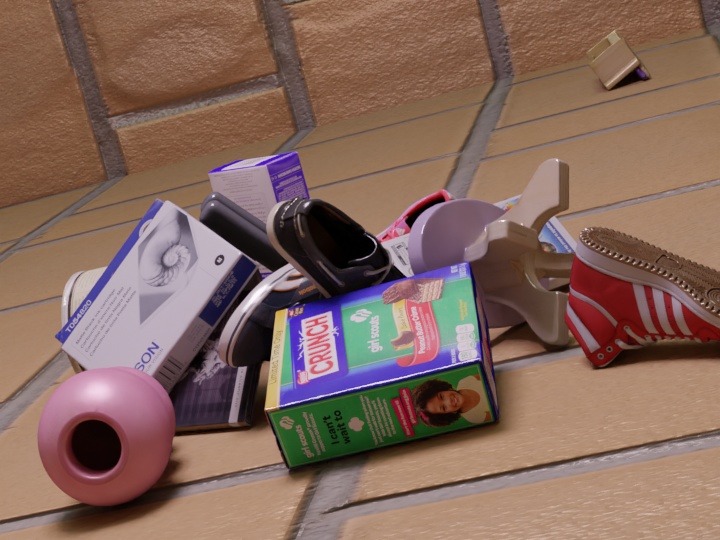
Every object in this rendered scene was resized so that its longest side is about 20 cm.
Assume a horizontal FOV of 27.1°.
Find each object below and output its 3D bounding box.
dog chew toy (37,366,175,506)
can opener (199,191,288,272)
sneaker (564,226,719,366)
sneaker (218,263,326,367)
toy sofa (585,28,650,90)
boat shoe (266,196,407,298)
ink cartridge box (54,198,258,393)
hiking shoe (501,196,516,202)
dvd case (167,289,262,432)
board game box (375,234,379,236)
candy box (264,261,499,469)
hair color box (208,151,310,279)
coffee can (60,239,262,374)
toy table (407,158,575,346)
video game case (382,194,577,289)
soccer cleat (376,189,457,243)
[{"bbox_3d":[-0.228,0.146,1.407,0.123,0.126,0.200,-14,5,5],"label":"dog chew toy"},{"bbox_3d":[-0.088,-0.030,1.677,0.067,0.198,0.053,-56,14,17],"label":"can opener"},{"bbox_3d":[0.274,0.049,1.347,0.198,0.114,0.071,28,32,26],"label":"sneaker"},{"bbox_3d":[-0.052,0.037,1.487,0.079,0.079,0.200,33,56,25],"label":"sneaker"},{"bbox_3d":[0.509,-0.408,2.966,0.083,0.098,0.200,-38,8,14],"label":"toy sofa"},{"bbox_3d":[0.000,0.000,1.439,0.067,0.199,0.072,-19,39,49],"label":"boat shoe"},{"bbox_3d":[-0.230,0.028,1.593,0.199,0.041,0.201,30,83,42],"label":"ink cartridge box"},{"bbox_3d":[0.146,-0.036,1.801,0.099,0.077,0.200,-7,16,19],"label":"hiking shoe"},{"bbox_3d":[-0.184,0.097,1.558,0.198,0.016,0.151,-9,59,31],"label":"dvd case"},{"bbox_3d":[-0.038,0.000,1.939,0.198,0.047,0.151,-7,15,35],"label":"board game box"},{"bbox_3d":[0.018,0.085,1.366,0.197,0.078,0.170,-15,29,8],"label":"candy box"},{"bbox_3d":[-0.105,-0.036,1.823,0.108,0.203,0.064,-3,16,44],"label":"hair color box"},{"bbox_3d":[-0.221,0.053,1.710,0.197,0.148,0.146,-12,13,17],"label":"coffee can"},{"bbox_3d":[0.157,-0.011,1.499,0.116,0.187,0.198,-12,-8,44],"label":"toy table"},{"bbox_3d":[0.138,-0.013,1.662,0.198,0.018,0.144,-19,43,-14],"label":"video game case"},{"bbox_3d":[0.036,-0.025,1.776,0.199,0.067,0.077,-37,-20,-2],"label":"soccer cleat"}]
